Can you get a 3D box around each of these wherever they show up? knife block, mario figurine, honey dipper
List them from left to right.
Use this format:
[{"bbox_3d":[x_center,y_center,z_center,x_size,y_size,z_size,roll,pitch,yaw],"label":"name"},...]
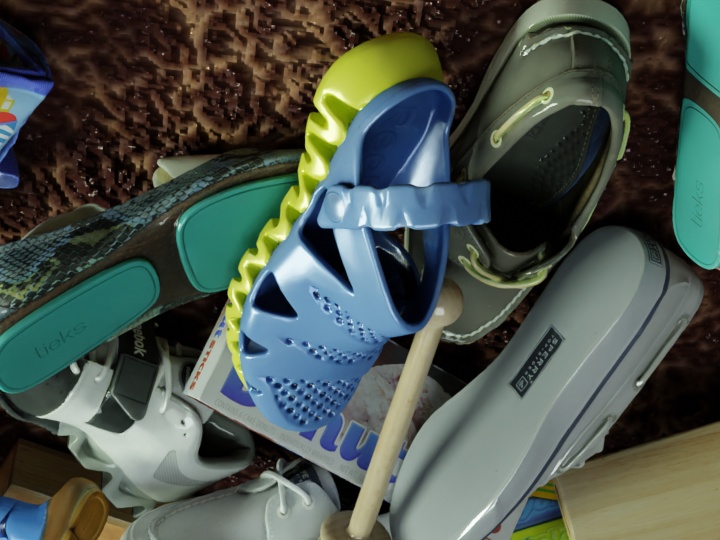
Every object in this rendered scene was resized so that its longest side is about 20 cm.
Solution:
[{"bbox_3d":[-0.215,0.114,1.004,0.198,0.106,0.125,14,96,19],"label":"mario figurine"},{"bbox_3d":[0.011,0.086,0.926,0.038,0.038,0.201,10,123,-9],"label":"honey dipper"},{"bbox_3d":[0.220,0.102,0.970,0.199,0.064,0.176,11,140,-37],"label":"knife block"}]

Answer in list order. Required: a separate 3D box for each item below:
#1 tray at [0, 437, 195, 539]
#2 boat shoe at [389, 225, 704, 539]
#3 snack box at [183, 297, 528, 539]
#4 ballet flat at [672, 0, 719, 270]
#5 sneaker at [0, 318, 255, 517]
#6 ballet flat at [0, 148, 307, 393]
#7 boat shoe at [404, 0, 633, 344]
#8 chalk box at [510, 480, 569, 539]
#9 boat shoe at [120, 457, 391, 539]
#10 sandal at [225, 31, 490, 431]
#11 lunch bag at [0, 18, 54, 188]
[{"bbox_3d":[-0.121,0.164,1.102,0.198,0.037,0.099,21,133,-20],"label":"tray"},{"bbox_3d":[0.092,0.068,0.947,0.065,0.072,0.201,24,106,-38],"label":"boat shoe"},{"bbox_3d":[0.008,0.073,0.979,0.199,0.072,0.024,30,172,-28],"label":"snack box"},{"bbox_3d":[0.172,-0.081,0.823,0.063,0.076,0.201,-24,145,-18],"label":"ballet flat"},{"bbox_3d":[-0.118,0.050,0.957,0.088,0.075,0.200,-16,144,18],"label":"sneaker"},{"bbox_3d":[-0.095,-0.017,0.876,0.199,0.074,0.075,-24,141,-19],"label":"ballet flat"},{"bbox_3d":[0.067,-0.030,0.871,0.071,0.061,0.203,12,136,-11],"label":"boat shoe"},{"bbox_3d":[0.086,0.209,1.079,0.198,0.125,0.125,-21,132,23],"label":"chalk box"},{"bbox_3d":[-0.030,0.128,1.006,0.198,0.072,0.069,1,129,-28],"label":"boat shoe"},{"bbox_3d":[0.000,0.000,0.849,0.079,0.087,0.201,-11,136,-35],"label":"sandal"},{"bbox_3d":[-0.240,-0.070,0.834,0.199,0.095,0.151,16,135,-32],"label":"lunch bag"}]
